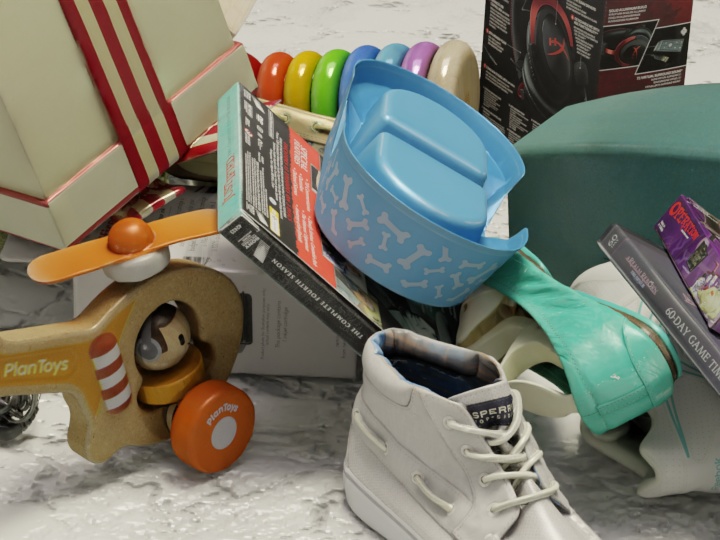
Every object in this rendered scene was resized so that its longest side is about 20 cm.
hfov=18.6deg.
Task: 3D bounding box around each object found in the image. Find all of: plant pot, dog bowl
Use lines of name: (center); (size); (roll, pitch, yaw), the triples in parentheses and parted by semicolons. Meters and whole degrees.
plant pot: (0.194, -0.032, 1.285); (0.199, 0.142, 0.141); (10, 26, 28)
dog bowl: (0.029, -0.046, 1.173); (0.111, 0.050, 0.200); (29, 23, -10)

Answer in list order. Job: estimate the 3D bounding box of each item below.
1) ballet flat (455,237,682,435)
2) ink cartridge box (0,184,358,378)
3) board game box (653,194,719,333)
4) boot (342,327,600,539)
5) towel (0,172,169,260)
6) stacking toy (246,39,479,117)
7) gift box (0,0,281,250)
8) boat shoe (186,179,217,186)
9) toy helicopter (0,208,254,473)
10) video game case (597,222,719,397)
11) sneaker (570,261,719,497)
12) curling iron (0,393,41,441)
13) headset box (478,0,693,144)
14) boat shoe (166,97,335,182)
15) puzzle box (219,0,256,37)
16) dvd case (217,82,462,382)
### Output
ballet flat: (0.088, 0.033, 1.137); (0.070, 0.068, 0.200); (-32, 25, -13)
ink cartridge box: (-0.098, 0.003, 1.255); (0.199, 0.068, 0.116); (3, 25, 0)
board game box: (0.245, 0.044, 1.128); (0.200, 0.032, 0.120); (33, 22, -21)
boot: (0.060, 0.099, 1.036); (0.073, 0.096, 0.200); (-18, 32, -36)
towel: (-0.182, -0.095, 1.359); (0.148, 0.201, 0.037); (5, -19, 2)
stacking toy: (-0.022, -0.125, 1.525); (0.199, 0.086, 0.085); (7, 25, 17)
gift box: (-0.168, -0.131, 1.226); (0.200, 0.187, 0.184); (-38, 38, -28)
boat shoe: (-0.020, -0.051, 1.371); (0.201, 0.075, 0.086); (12, 26, 24)
toy helicopter: (-0.133, 0.033, 1.080); (0.079, 0.133, 0.200); (25, 20, 39)
video game case: (0.211, 0.062, 1.086); (0.143, 0.019, 0.200); (24, 23, -41)
sneaker: (0.147, 0.054, 1.172); (0.080, 0.071, 0.200); (-11, 29, -16)
curling iron: (-0.256, 0.053, 1.178); (0.199, 0.026, 0.050); (9, 63, 22)
headset box: (0.149, -0.160, 1.469); (0.075, 0.201, 0.149); (-11, 28, -26)
boat shoe: (-0.015, -0.078, 1.297); (0.199, 0.063, 0.073); (3, 1, -3)
puzzle box: (-0.117, -0.147, 1.495); (0.025, 0.133, 0.200); (39, 20, -9)
dvd case: (0.000, 0.000, 1.161); (0.200, 0.022, 0.146); (40, 21, -24)
